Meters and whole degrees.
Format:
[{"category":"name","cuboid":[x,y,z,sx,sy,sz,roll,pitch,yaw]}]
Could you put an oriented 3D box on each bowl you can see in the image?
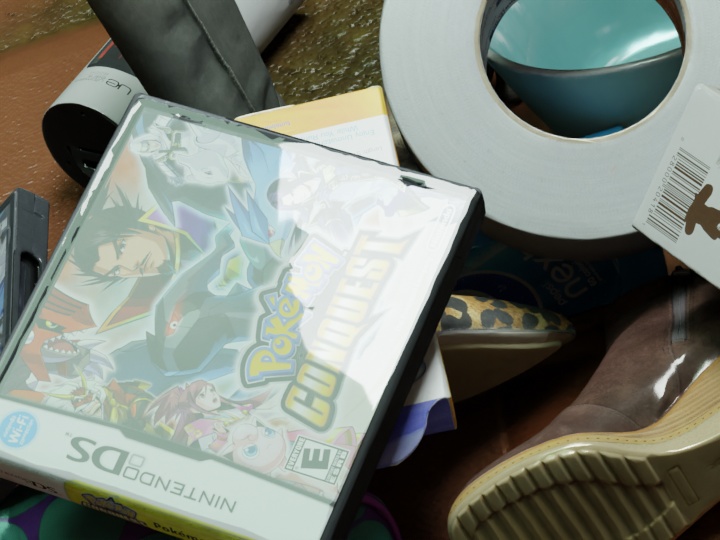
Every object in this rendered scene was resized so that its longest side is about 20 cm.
[{"category":"bowl","cuboid":[0.167,-0.129,1.433,0.200,0.105,0.201,-17,35,12]}]

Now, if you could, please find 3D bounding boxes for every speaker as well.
[{"category":"speaker","cuboid":[-0.113,-0.133,1.627,0.081,0.081,0.200,6,45,36]}]

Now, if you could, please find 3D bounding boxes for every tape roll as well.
[{"category":"tape roll","cuboid":[0.111,-0.108,1.295,0.200,0.066,0.201,-1,80,5]}]

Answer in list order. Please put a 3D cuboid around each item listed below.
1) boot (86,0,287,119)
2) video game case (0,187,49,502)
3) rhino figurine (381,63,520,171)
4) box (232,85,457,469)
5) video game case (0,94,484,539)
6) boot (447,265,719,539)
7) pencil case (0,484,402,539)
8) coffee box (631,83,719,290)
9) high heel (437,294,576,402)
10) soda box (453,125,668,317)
[{"category":"boot","cuboid":[-0.101,-0.092,1.459,0.072,0.200,0.182,-5,39,26]},{"category":"video game case","cuboid":[-0.223,0.082,1.347,0.200,0.025,0.181,-46,32,32]},{"category":"rhino figurine","cuboid":[0.042,-0.092,1.474,0.060,0.088,0.200,-6,39,25]},{"category":"box","cuboid":[-0.027,0.015,1.244,0.119,0.042,0.201,-12,62,2]},{"category":"video game case","cuboid":[-0.062,0.026,1.197,0.180,0.026,0.200,16,65,18]},{"category":"boot","cuboid":[0.131,0.065,1.255,0.199,0.073,0.166,-22,23,6]},{"category":"pencil case","cuboid":[-0.080,0.145,1.237,0.200,0.093,0.085,-2,9,33]},{"category":"coffee box","cuboid":[0.235,-0.001,1.176,0.200,0.114,0.080,39,113,42]},{"category":"high heel","cuboid":[0.000,0.000,1.314,0.199,0.071,0.143,-7,55,-12]},{"category":"soda box","cuboid":[0.056,-0.005,1.372,0.199,0.064,0.068,-18,36,9]}]
